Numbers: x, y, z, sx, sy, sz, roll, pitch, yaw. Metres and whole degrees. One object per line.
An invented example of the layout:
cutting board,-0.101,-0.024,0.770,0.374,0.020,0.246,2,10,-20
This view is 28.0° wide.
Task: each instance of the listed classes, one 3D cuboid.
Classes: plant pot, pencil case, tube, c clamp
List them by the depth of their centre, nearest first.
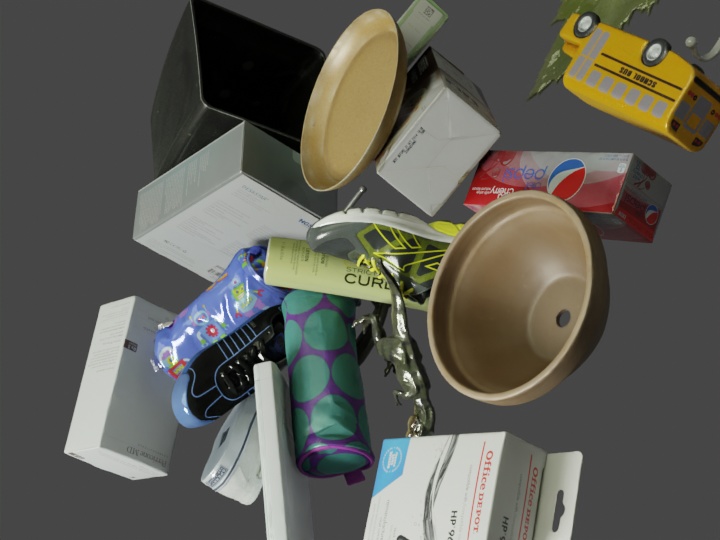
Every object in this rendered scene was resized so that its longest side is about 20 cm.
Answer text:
plant pot,0.164,0.034,1.344,0.200,0.092,0.202,-25,54,40
tube,0.000,0.000,1.514,0.052,0.199,0.058,-86,4,-76
pencil case,-0.034,0.117,1.514,0.085,0.092,0.201,-16,57,14
plant pot,-0.004,-0.175,1.517,0.200,0.027,0.201,-43,38,46
c clamp,-0.017,0.017,1.624,0.171,0.027,0.200,-51,39,15
pencil case,-0.166,0.053,1.730,0.200,0.087,0.078,-42,8,22
plant pot,-0.159,-0.183,1.797,0.178,0.199,0.201,-48,38,35

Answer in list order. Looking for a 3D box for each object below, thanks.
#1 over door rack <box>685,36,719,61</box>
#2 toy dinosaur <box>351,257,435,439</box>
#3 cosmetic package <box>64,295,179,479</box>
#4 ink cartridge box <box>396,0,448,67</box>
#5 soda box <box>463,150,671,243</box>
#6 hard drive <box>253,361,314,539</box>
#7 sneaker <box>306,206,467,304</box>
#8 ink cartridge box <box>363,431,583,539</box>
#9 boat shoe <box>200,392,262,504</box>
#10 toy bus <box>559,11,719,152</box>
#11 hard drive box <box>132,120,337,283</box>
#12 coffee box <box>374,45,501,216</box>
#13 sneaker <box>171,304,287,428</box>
over door rack,0.393,-0.246,1.283,0.200,0.066,0.148,-51,39,14
toy dinosaur,0.035,0.079,1.466,0.088,0.047,0.201,7,115,66
cosmetic package,-0.280,0.146,1.782,0.081,0.113,0.201,-16,57,43
ink cartridge box,0.016,-0.213,1.635,0.200,0.048,0.146,-49,3,-3
soda box,0.197,-0.073,1.398,0.199,0.070,0.064,6,72,51
hard drive,-0.076,0.211,1.478,0.027,0.132,0.201,-11,60,6
sneaker,0.042,-0.011,1.463,0.075,0.199,0.085,92,-176,-76
ink cartridge box,0.101,0.214,1.330,0.199,0.068,0.117,-11,60,45
boat shoe,-0.108,0.191,1.588,0.075,0.086,0.202,-49,10,22
toy bus,0.265,-0.186,1.396,0.079,0.065,0.200,-59,38,5
hard drive box,-0.149,-0.074,1.732,0.199,0.156,0.077,-27,48,36
coffee box,0.075,-0.151,1.522,0.114,0.080,0.200,-49,14,15
sneaker,-0.124,0.097,1.583,0.078,0.070,0.200,-17,22,46
